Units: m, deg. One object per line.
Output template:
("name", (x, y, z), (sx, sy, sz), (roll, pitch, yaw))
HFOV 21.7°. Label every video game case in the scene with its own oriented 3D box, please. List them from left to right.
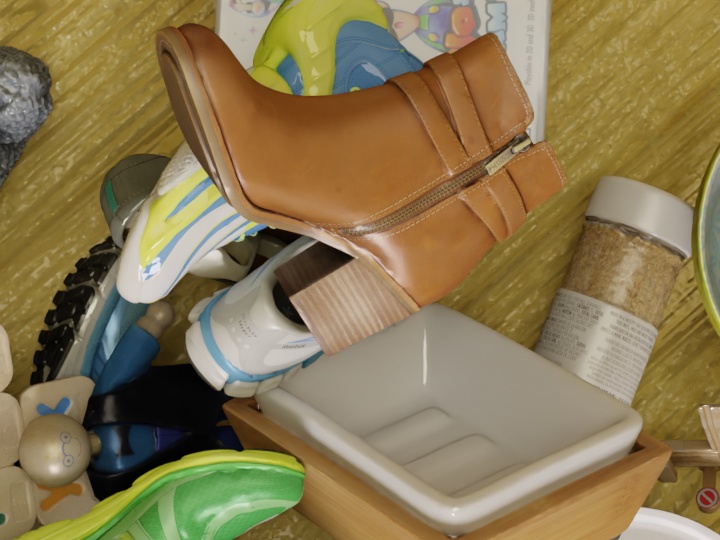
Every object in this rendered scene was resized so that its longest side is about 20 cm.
("video game case", (0.013, -0.156, 1.011), (0.180, 0.024, 0.202), (3, 88, -1))

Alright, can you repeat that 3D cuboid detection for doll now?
("doll", (-0.102, 0.085, 1.060), (0.198, 0.048, 0.138), (-9, 96, -34))

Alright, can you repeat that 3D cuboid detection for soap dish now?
("soap dish", (0.044, 0.100, 1.023), (0.156, 0.199, 0.082), (-20, 121, -33))

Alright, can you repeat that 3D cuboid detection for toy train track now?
("toy train track", (0.256, 0.115, 1.076), (0.198, 0.115, 0.033), (-4, 59, 21))

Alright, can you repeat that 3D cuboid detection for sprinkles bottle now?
("sprinkles bottle", (0.137, 0.047, 1.114), (0.068, 0.068, 0.202), (22, 85, -2))

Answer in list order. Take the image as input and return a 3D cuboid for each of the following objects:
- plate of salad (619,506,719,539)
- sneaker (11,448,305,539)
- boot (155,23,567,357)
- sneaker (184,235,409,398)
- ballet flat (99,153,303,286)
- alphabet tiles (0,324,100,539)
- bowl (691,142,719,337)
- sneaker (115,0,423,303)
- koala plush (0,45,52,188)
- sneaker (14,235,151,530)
("plate of salad", (0.151, 0.228, 1.109), (0.198, 0.048, 0.202), (1, 107, 3))
("sneaker", (-0.113, 0.157, 0.988), (0.199, 0.074, 0.084), (-27, 72, 1))
("boot", (0.002, -0.071, 0.902), (0.154, 0.074, 0.201), (-34, 126, -3))
("sneaker", (0.000, 0.000, 1.022), (0.200, 0.087, 0.075), (-35, 89, -39))
("ballet flat", (-0.057, -0.007, 1.077), (0.198, 0.064, 0.068), (19, 117, -24))
("alphabet tiles", (-0.220, 0.132, 1.008), (0.194, 0.015, 0.202), (-13, 98, -36))
("bowl", (0.280, -0.014, 1.107), (0.198, 0.108, 0.202), (0, 87, -5))
("sneaker", (-0.038, -0.049, 0.961), (0.105, 0.076, 0.201), (35, 95, -5))
("koala plush", (-0.278, -0.068, 1.027), (0.176, 0.200, 0.186), (19, 86, -3))
("sneaker", (-0.145, 0.072, 1.103), (0.089, 0.078, 0.202), (19, 86, -24))
